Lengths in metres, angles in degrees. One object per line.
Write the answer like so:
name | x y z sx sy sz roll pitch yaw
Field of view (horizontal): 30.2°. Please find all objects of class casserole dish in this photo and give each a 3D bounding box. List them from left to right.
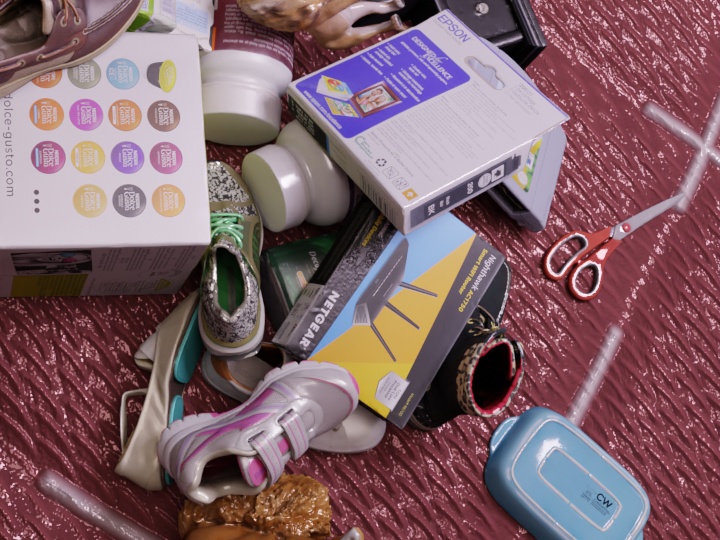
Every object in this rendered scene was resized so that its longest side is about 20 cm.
casserole dish | 0.221 0.229 1.385 0.200 0.039 0.121 42 70 -3

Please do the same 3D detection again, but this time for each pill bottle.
pill bottle | -0.124 -0.238 1.363 0.113 0.114 0.202 7 74 -14
pill bottle | -0.017 -0.112 1.350 0.199 0.112 0.113 -24 84 -28

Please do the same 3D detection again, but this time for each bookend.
bookend | 0.066 -0.290 1.439 0.198 0.092 0.200 -19 83 -18

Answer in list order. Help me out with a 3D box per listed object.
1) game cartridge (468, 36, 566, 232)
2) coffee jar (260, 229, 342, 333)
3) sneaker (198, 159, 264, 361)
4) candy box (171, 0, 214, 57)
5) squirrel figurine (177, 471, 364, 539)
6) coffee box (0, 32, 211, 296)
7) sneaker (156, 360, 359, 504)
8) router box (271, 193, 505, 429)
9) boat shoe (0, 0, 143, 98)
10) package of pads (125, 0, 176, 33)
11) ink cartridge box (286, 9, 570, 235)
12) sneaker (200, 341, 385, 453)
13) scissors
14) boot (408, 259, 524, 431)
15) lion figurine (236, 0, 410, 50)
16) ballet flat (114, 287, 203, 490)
game cartridge | 0.151 -0.148 1.399 0.200 0.040 0.134 41 53 -40
coffee jar | 0.000 0.000 1.354 0.198 0.085 0.105 -20 85 -19
sneaker | -0.124 -0.021 1.263 0.076 0.089 0.202 -7 69 -9
candy box | -0.205 -0.301 1.340 0.061 0.136 0.202 14 71 -41
squirrel figurine | -0.072 0.264 1.224 0.185 0.142 0.201 -17 50 12
coffee box | -0.254 -0.093 1.246 0.196 0.200 0.202 -1 76 -16
sneaker | -0.087 0.158 1.222 0.199 0.088 0.082 -28 125 1
router box | 0.029 0.027 1.289 0.149 0.051 0.201 36 80 -20
boat shoe | -0.266 -0.212 1.129 0.199 0.072 0.072 -33 84 -22
package of pads | -0.256 -0.275 1.289 0.068 0.199 0.156 9 69 -43
ink cartridge box | 0.063 -0.148 1.277 0.199 0.044 0.198 -29 56 -20
sneaker | -0.060 0.124 1.309 0.198 0.085 0.073 24 70 -10
scissors | 0.282 -0.047 1.481 0.073 0.014 0.200 46 71 1
boot | 0.126 0.066 1.333 0.073 0.154 0.205 32 72 -14
lion figurine | -0.032 -0.254 1.322 0.122 0.200 0.073 -21 65 19
ballet flat | -0.196 0.110 1.289 0.069 0.069 0.202 14 74 -11
